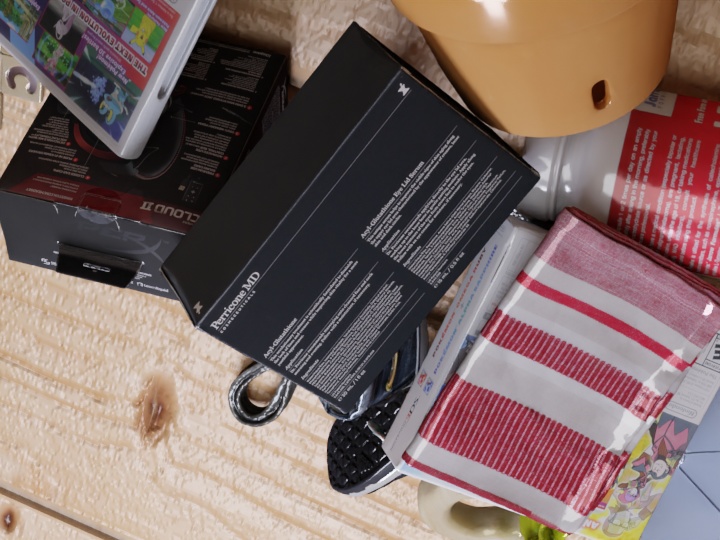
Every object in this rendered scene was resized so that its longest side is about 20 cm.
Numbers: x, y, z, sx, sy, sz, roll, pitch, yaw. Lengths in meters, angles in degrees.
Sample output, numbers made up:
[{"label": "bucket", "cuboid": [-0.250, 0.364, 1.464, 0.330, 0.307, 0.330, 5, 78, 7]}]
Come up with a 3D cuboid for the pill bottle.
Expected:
[{"label": "pill bottle", "cuboid": [0.207, -0.058, 1.127, 0.198, 0.112, 0.113, 13, 123, 10]}]

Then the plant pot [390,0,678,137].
[{"label": "plant pot", "cuboid": [0.112, -0.178, 1.052, 0.198, 0.201, 0.141, -1, 137, 18]}]

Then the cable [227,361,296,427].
[{"label": "cable", "cuboid": [-0.038, 0.060, 1.313, 0.199, 0.050, 0.098, -27, 106, 28]}]

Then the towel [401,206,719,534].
[{"label": "towel", "cuboid": [0.135, 0.070, 1.114, 0.143, 0.023, 0.201, 26, 107, -23]}]

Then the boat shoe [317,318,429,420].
[{"label": "boat shoe", "cuboid": [0.000, 0.000, 1.194, 0.070, 0.091, 0.202, 1, 109, 32]}]

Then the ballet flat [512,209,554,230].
[{"label": "ballet flat", "cuboid": [0.089, -0.036, 1.208, 0.199, 0.057, 0.067, 27, 127, 9]}]

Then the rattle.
[{"label": "rattle", "cuboid": [0.081, 0.190, 1.228, 0.129, 0.144, 0.200, 1, 156, 32]}]

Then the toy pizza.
[{"label": "toy pizza", "cuboid": [0.228, 0.128, 1.277, 0.198, 0.032, 0.202, 9, 122, 14]}]

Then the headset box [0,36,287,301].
[{"label": "headset box", "cuboid": [-0.148, -0.070, 1.175, 0.147, 0.201, 0.075, 12, 141, 10]}]

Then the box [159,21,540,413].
[{"label": "box", "cuboid": [-0.007, -0.030, 1.083, 0.141, 0.079, 0.200, 32, 101, -41]}]

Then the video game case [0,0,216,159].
[{"label": "video game case", "cuboid": [-0.172, -0.204, 1.136, 0.200, 0.023, 0.183, 41, 113, 28]}]

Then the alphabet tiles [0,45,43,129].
[{"label": "alphabet tiles", "cuboid": [-0.326, -0.194, 1.283, 0.198, 0.006, 0.168, 15, 123, 9]}]

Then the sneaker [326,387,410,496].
[{"label": "sneaker", "cuboid": [0.052, 0.128, 1.312, 0.082, 0.072, 0.199, 17, 150, -33]}]

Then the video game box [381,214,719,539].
[{"label": "video game box", "cuboid": [0.140, 0.079, 1.167, 0.199, 0.047, 0.184, 22, 99, -23]}]
